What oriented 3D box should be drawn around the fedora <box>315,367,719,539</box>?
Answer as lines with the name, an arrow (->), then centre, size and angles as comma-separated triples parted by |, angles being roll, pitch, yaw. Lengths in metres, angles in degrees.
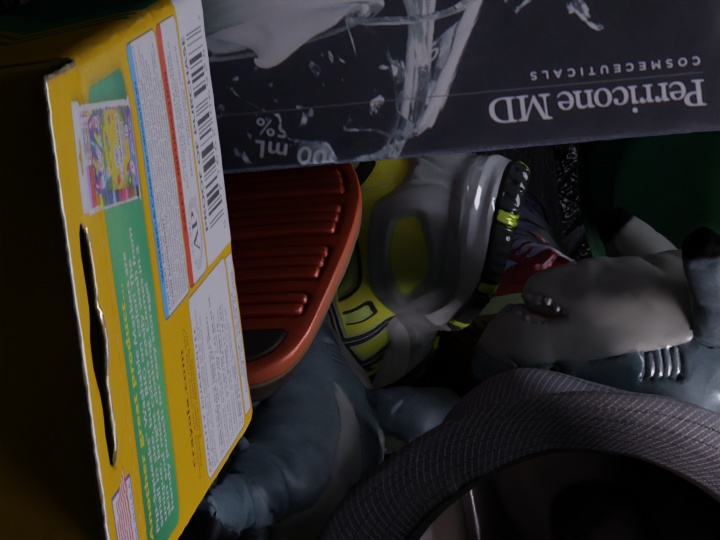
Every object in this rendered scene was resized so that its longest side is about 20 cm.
fedora -> 0.080, 0.098, 0.989 | 0.200, 0.177, 0.090 | 39, 26, -19

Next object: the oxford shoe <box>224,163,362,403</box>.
oxford shoe -> -0.032, -0.007, 0.972 | 0.200, 0.071, 0.073 | -84, 172, -57

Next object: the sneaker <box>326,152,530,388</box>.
sneaker -> 0.000, 0.000, 1.118 | 0.200, 0.076, 0.076 | 124, -15, -57

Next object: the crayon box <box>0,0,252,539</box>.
crayon box -> -0.072, 0.002, 0.719 | 0.200, 0.051, 0.126 | -63, 146, -78

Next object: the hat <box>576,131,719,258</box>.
hat -> 0.133, 0.010, 1.152 | 0.176, 0.165, 0.200 | -52, 150, -48

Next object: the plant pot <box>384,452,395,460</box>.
plant pot -> 0.063, 0.152, 1.156 | 0.176, 0.199, 0.201 | 27, 55, -67

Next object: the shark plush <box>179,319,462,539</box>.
shark plush -> -0.042, 0.059, 0.995 | 0.083, 0.091, 0.200 | 60, 28, -7

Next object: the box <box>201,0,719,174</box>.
box -> 0.013, -0.145, 0.903 | 0.124, 0.199, 0.197 | -73, 156, -67

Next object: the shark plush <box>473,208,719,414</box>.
shark plush -> 0.135, 0.054, 1.061 | 0.200, 0.083, 0.091 | 36, -6, -30

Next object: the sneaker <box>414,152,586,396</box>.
sneaker -> 0.071, 0.001, 1.185 | 0.200, 0.071, 0.113 | -17, -138, 57
